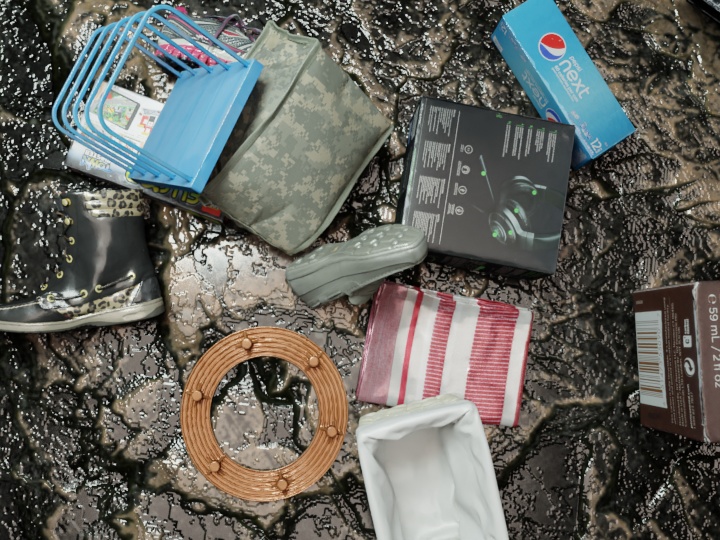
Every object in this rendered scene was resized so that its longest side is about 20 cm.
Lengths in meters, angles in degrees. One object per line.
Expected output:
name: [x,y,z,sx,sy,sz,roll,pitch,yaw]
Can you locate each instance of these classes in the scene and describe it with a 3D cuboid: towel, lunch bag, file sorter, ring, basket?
towel: [0.102,0.100,0.934,0.196,0.023,0.147,11,85,-3]
lunch bag: [-0.084,-0.133,0.862,0.117,0.164,0.201,32,87,42]
file sorter: [-0.216,-0.174,0.799,0.122,0.199,0.141,30,81,-34]
ring: [-0.112,0.167,0.917,0.197,0.019,0.204,0,84,-4]
basket: [0.075,0.246,0.860,0.133,0.123,0.204,-13,91,-4]

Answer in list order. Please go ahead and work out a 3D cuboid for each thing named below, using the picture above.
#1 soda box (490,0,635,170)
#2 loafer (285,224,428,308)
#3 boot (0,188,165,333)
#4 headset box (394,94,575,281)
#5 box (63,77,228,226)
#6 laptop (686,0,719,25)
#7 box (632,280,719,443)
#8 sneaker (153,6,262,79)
soda box: [0.243,-0.228,0.951,0.067,0.064,0.202,-31,87,-6]
loafer: [0.000,0.000,0.871,0.070,0.198,0.070,-45,112,-41]
boot: [-0.326,-0.011,0.882,0.196,0.073,0.154,-5,96,-8]
headset box: [0.146,-0.091,0.918,0.196,0.093,0.177,9,84,-3]
box: [-0.235,-0.139,0.929,0.197,0.035,0.112,20,84,-1]
laptop: [0.482,-0.320,0.919,0.199,0.116,0.188,-39,67,-6]
box: [0.434,0.096,0.882,0.196,0.164,0.169,-2,85,-4]
sneaker: [-0.140,-0.260,0.925,0.196,0.081,0.076,11,77,-4]
